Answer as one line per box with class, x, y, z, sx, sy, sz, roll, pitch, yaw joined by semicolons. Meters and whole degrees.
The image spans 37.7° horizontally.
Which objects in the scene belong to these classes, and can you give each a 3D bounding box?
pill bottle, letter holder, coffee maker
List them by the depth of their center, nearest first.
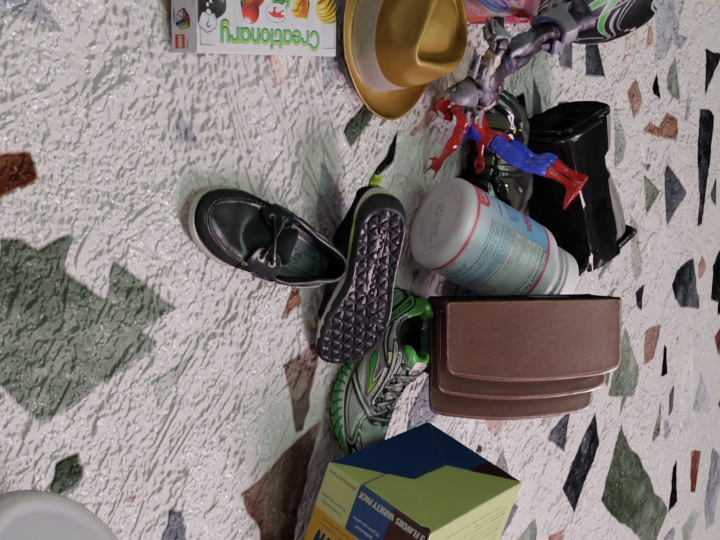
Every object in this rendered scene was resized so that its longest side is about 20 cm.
letter holder;0.180;0.100;1.174;0.101;0.196;0.145;-176;-94;-82
pill bottle;0.163;-0.022;1.254;0.198;0.108;0.110;26;75;-30
coffee maker;0.283;-0.106;1.432;0.192;0.133;0.203;-52;131;-51

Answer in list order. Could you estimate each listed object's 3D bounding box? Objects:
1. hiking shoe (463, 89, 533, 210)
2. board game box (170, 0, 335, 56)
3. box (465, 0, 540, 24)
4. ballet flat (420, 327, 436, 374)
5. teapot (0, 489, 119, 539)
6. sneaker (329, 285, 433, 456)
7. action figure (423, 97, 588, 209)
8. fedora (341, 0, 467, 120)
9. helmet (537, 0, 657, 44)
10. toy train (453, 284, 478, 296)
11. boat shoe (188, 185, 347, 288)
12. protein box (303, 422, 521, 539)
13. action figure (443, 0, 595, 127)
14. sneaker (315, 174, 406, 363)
hiking shoe;0.168;-0.136;1.322;0.101;0.075;0.202;-58;140;-36
board game box;-0.092;-0.260;0.955;0.199;0.034;0.129;-15;109;-54
box;0.171;-0.407;1.256;0.102;0.093;0.203;30;72;-55
ballet flat;0.149;0.089;1.254;0.196;0.073;0.074;-11;111;-9
teapot;-0.250;0.263;0.742;0.201;0.145;0.198;53;21;-12
sneaker;0.025;0.115;1.156;0.078;0.084;0.204;21;80;-54
action figure;0.159;-0.125;1.250;0.100;0.199;0.065;-58;169;27
fedora;0.060;-0.258;1.133;0.199;0.081;0.204;-15;108;-53
helmet;0.299;-0.395;1.341;0.191;0.197;0.203;63;43;-73
toy train;0.156;0.073;1.347;0.113;0.084;0.203;30;71;-43
boat shoe;-0.079;-0.025;0.993;0.199;0.065;0.076;36;68;-52
protein box;0.043;0.301;1.129;0.197;0.134;0.203;-9;122;-54
action figure;0.167;-0.239;1.185;0.199;0.070;0.130;-36;166;-19
sneaker;0.000;0.000;1.109;0.071;0.083;0.203;12;111;-22
